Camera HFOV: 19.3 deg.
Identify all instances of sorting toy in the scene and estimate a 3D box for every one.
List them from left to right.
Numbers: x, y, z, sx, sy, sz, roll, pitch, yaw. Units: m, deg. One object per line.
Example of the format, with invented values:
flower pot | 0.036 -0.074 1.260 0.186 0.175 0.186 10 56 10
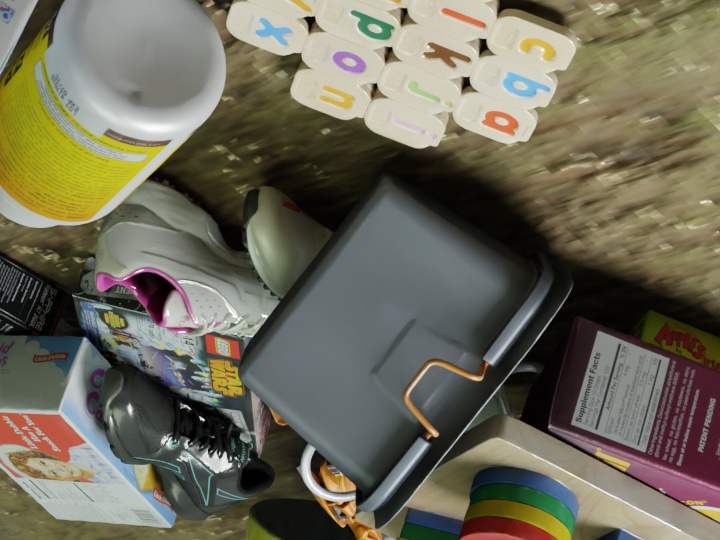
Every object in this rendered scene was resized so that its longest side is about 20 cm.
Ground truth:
sorting toy | 0.117 0.193 1.390 0.198 0.070 0.200 28 149 -16

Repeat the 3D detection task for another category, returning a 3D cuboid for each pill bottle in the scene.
pill bottle | -0.170 -0.097 1.311 0.109 0.110 0.200 29 148 -17

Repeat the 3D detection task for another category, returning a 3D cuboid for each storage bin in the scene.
storage bin | 0.019 0.042 1.337 0.134 0.200 0.146 37 -171 -5

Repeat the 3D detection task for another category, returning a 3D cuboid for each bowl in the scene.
bowl | -0.008 0.269 1.715 0.199 0.108 0.200 16 -173 -2

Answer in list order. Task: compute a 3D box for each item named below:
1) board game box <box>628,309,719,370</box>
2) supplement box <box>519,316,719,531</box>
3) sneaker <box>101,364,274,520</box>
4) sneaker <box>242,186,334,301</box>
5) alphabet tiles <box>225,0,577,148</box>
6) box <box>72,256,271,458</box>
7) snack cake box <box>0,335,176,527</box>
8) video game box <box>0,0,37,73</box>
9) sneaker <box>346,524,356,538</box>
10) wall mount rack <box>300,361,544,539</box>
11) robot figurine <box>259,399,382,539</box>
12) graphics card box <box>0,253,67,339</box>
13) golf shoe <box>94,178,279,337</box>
board game box | 0.207 0.107 1.487 0.101 0.048 0.200 21 150 -5
supplement box | 0.207 0.121 1.377 0.199 0.086 0.110 21 150 -2
sneaker | -0.134 0.126 1.625 0.079 0.076 0.200 -10 148 18
sneaker | 0.000 0.001 1.431 0.093 0.070 0.200 -20 133 23
alphabet tiles | 0.022 -0.140 1.228 0.195 0.015 0.200 21 149 -2
box | -0.143 0.072 1.636 0.136 0.040 0.200 13 149 9
snack cake box | -0.229 0.128 1.661 0.115 0.067 0.200 2 149 25
video game box | -0.236 -0.135 1.216 0.047 0.183 0.200 31 147 -20
sneaker | 0.080 0.166 1.644 0.199 0.075 0.116 0 141 11
wall mount rack | 0.050 0.106 1.480 0.199 0.075 0.174 -20 120 -1
robot figurine | 0.000 0.127 1.578 0.145 0.058 0.200 -15 117 38
graphics card box | -0.340 0.006 1.631 0.200 0.051 0.125 31 148 -21
golf shoe | -0.102 0.019 1.475 0.200 0.092 0.075 32 145 -17
